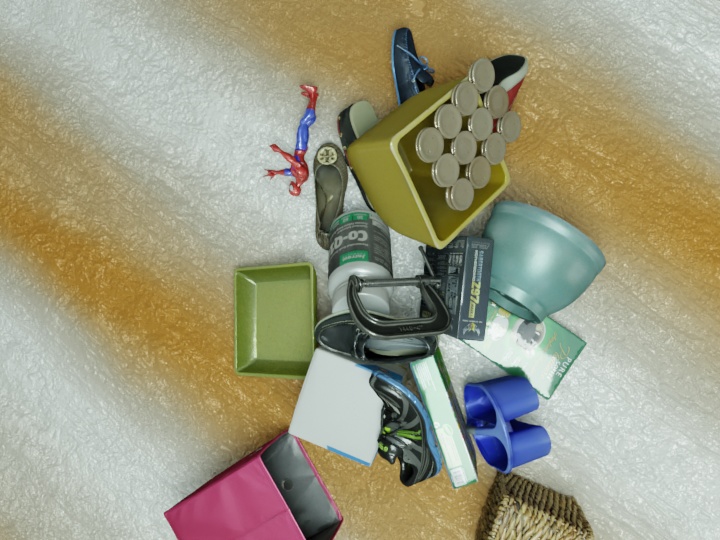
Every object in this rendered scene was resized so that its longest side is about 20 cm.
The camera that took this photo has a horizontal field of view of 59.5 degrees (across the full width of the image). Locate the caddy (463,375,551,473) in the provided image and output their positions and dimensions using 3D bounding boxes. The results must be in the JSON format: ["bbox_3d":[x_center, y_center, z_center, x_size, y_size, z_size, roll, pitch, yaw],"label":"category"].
[{"bbox_3d":[0.225,0.250,1.032,0.104,0.200,0.143,-13,83,-7],"label":"caddy"}]

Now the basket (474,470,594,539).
[{"bbox_3d":[0.269,0.429,1.008,0.148,0.200,0.144,21,90,10],"label":"basket"}]

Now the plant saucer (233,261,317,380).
[{"bbox_3d":[-0.146,0.091,1.144,0.198,0.048,0.202,-4,85,37],"label":"plant saucer"}]

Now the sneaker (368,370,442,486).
[{"bbox_3d":[0.058,0.237,0.927,0.082,0.071,0.201,-29,112,-19],"label":"sneaker"}]

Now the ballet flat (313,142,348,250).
[{"bbox_3d":[-0.060,-0.138,1.168,0.067,0.046,0.202,2,88,11],"label":"ballet flat"}]

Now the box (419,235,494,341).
[{"bbox_3d":[0.154,0.026,1.044,0.050,0.200,0.160,6,90,-12],"label":"box"}]

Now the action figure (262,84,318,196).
[{"bbox_3d":[-0.135,-0.240,1.177,0.098,0.065,0.202,4,87,2],"label":"action figure"}]

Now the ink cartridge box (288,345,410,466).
[{"bbox_3d":[-0.010,0.212,1.067,0.146,0.200,0.146,19,93,10],"label":"ink cartridge box"}]

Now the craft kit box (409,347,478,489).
[{"bbox_3d":[0.140,0.232,1.042,0.048,0.197,0.202,-20,85,5],"label":"craft kit box"}]

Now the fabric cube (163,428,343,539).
[{"bbox_3d":[-0.176,0.426,1.091,0.198,0.196,0.201,-32,84,9],"label":"fabric cube"}]

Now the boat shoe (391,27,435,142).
[{"bbox_3d":[0.105,-0.336,1.136,0.068,0.084,0.202,-6,101,28],"label":"boat shoe"}]

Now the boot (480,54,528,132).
[{"bbox_3d":[0.241,-0.278,1.114,0.072,0.145,0.200,17,54,31],"label":"boot"}]

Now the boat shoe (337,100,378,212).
[{"bbox_3d":[0.011,-0.203,1.154,0.073,0.063,0.203,-20,98,-34],"label":"boat shoe"}]

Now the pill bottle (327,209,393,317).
[{"bbox_3d":[0.000,0.000,1.069,0.112,0.114,0.201,-12,43,9],"label":"pill bottle"}]

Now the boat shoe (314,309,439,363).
[{"bbox_3d":[0.021,0.109,0.962,0.197,0.066,0.075,8,110,8],"label":"boat shoe"}]

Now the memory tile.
[{"bbox_3d":[0.169,-0.206,0.964,0.201,0.017,0.153,-53,124,-18],"label":"memory tile"}]

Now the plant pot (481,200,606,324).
[{"bbox_3d":[0.270,0.000,1.015,0.199,0.200,0.135,31,82,10],"label":"plant pot"}]

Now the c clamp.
[{"bbox_3d":[0.056,0.038,0.967,0.172,0.198,0.027,60,139,30],"label":"c clamp"}]

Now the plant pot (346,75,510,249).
[{"bbox_3d":[0.089,-0.180,1.044,0.194,0.199,0.197,-42,120,-23],"label":"plant pot"}]

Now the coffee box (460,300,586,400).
[{"bbox_3d":[0.275,0.119,1.099,0.199,0.044,0.124,33,92,10],"label":"coffee box"}]
